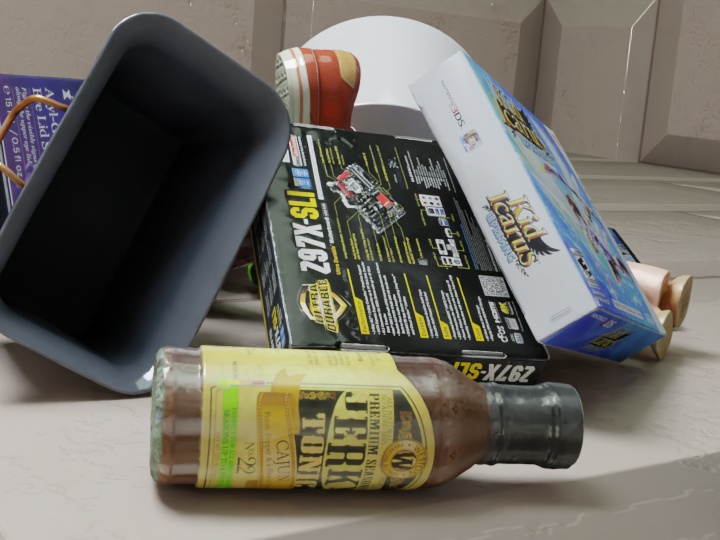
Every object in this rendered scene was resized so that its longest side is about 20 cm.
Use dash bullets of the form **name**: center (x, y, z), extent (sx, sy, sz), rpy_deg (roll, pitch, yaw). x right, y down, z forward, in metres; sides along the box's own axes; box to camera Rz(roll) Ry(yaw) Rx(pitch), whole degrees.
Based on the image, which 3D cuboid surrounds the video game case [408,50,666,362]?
- **video game case**: center (0.124, -0.034, 0.707), extent (0.045, 0.182, 0.200), rpy_deg (-33, -20, 19)

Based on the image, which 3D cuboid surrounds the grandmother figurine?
- **grandmother figurine**: center (0.155, 0.002, 0.843), extent (0.199, 0.061, 0.121), rpy_deg (19, 43, 28)

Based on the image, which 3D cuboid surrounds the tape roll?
- **tape roll**: center (0.018, -0.106, 0.959), extent (0.201, 0.204, 0.140), rpy_deg (5, 44, -1)

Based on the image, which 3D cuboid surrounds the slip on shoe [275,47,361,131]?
- **slip on shoe**: center (-0.028, -0.082, 0.797), extent (0.061, 0.201, 0.074), rpy_deg (-10, 51, -11)

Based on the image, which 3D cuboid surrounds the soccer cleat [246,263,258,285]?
- **soccer cleat**: center (0.000, 0.000, 0.903), extent (0.198, 0.068, 0.081), rpy_deg (5, 29, -2)

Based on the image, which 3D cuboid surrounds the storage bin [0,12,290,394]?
- **storage bin**: center (-0.161, -0.043, 0.652), extent (0.145, 0.201, 0.134), rpy_deg (32, -15, -27)

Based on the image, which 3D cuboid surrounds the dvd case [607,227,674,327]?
- **dvd case**: center (0.193, -0.007, 0.978), extent (0.141, 0.018, 0.200), rpy_deg (10, 22, -8)

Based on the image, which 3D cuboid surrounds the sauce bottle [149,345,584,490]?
- **sauce bottle**: center (0.004, 0.068, 0.492), extent (0.198, 0.065, 0.065), rpy_deg (2, 11, -11)

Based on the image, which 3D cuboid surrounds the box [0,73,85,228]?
- **box**: center (-0.264, -0.081, 0.900), extent (0.104, 0.149, 0.200), rpy_deg (-7, 5, 28)

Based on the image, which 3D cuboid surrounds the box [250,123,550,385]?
- **box**: center (0.014, -0.009, 0.667), extent (0.158, 0.050, 0.201), rpy_deg (3, 45, -18)

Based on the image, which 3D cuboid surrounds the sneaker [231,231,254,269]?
- **sneaker**: center (-0.134, -0.019, 0.783), extent (0.115, 0.076, 0.200), rpy_deg (-24, -8, -45)
